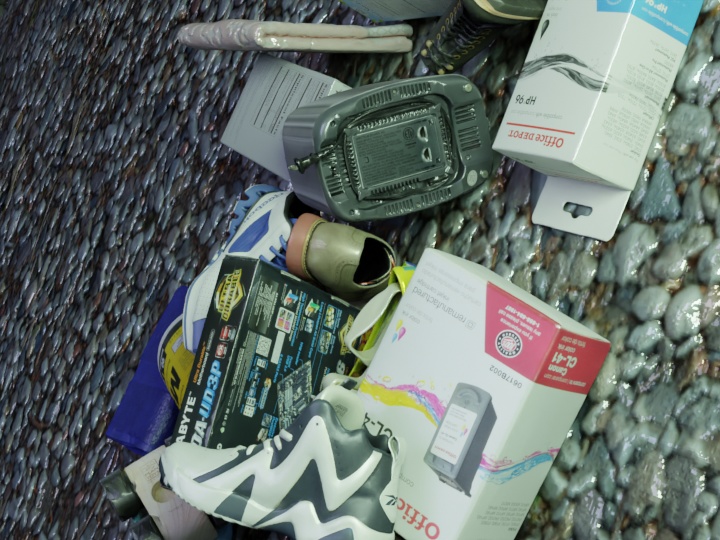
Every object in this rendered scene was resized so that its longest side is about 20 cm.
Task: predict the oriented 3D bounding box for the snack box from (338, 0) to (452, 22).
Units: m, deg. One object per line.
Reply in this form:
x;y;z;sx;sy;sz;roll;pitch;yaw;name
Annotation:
0.078;-0.341;1.377;0.199;0.067;0.170;4;75;51;snack box

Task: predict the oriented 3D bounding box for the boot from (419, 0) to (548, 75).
0.095;-0.210;1.204;0.138;0.078;0.200;-42;-3;24;boot

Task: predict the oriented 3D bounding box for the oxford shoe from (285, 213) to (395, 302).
0.000;0.000;1.239;0.074;0.200;0.071;15;90;20;oxford shoe

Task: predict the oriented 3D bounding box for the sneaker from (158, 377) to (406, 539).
-0.052;0.134;1.043;0.198;0.079;0.131;19;88;31;sneaker

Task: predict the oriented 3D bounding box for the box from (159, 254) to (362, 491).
-0.078;0.106;1.186;0.046;0.159;0.202;6;76;39;box

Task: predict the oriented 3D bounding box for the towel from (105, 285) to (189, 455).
-0.211;0.116;1.578;0.147;0.049;0.201;4;67;61;towel

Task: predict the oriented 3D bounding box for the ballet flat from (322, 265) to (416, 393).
0.008;0.084;1.154;0.201;0.067;0.067;-63;31;11;ballet flat

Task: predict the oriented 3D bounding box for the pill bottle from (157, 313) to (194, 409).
-0.128;0.123;1.397;0.115;0.114;0.200;-62;30;11;pill bottle

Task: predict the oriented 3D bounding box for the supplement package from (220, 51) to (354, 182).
-0.046;-0.141;1.430;0.110;0.113;0.200;-65;29;4;supplement package

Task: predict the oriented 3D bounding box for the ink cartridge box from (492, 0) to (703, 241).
0.179;-0.134;1.101;0.116;0.067;0.202;19;89;61;ink cartridge box

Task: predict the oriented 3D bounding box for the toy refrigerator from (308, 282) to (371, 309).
-0.060;-0.005;1.412;0.200;0.070;0.077;19;88;61;toy refrigerator

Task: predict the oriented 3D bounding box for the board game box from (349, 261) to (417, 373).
0.022;0.113;1.226;0.201;0.044;0.135;-56;32;22;board game box

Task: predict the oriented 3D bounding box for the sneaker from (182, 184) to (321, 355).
-0.088;-0.002;1.300;0.115;0.080;0.201;-11;53;52;sneaker

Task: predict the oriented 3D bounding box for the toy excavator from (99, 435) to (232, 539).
-0.192;0.244;1.416;0.099;0.201;0.195;-30;54;-13;toy excavator

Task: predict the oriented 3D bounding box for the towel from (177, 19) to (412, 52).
-0.070;-0.247;1.467;0.199;0.189;0.033;13;105;59;towel

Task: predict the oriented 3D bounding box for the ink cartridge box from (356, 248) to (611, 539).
0.077;0.106;1.060;0.147;0.085;0.201;31;97;38;ink cartridge box

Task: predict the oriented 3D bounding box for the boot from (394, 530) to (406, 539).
-0.006;0.274;1.110;0.186;0.064;0.202;31;114;47;boot

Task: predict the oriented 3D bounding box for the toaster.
0.012;-0.110;1.252;0.129;0.198;0.115;17;123;67;toaster
